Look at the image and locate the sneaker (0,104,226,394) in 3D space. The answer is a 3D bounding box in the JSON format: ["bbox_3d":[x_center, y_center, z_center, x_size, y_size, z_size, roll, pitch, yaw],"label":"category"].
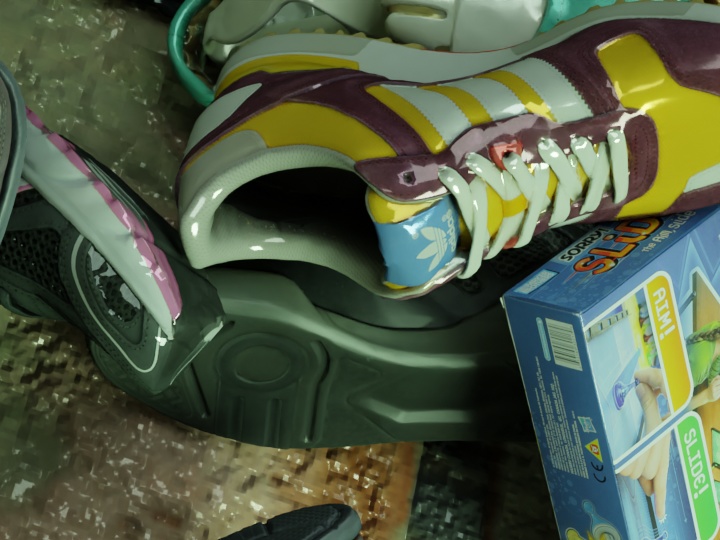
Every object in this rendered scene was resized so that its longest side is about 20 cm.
[{"bbox_3d":[-0.129,-0.018,0.701,0.200,0.080,0.086,40,90,27],"label":"sneaker"}]

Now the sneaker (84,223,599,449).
[{"bbox_3d":[0.000,0.000,0.775,0.199,0.076,0.114,0,49,-13],"label":"sneaker"}]

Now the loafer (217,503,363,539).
[{"bbox_3d":[-0.074,0.142,0.680,0.200,0.072,0.063,-30,101,-27],"label":"loafer"}]

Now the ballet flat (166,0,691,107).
[{"bbox_3d":[0.013,-0.081,0.743,0.070,0.200,0.067,18,71,-50],"label":"ballet flat"}]

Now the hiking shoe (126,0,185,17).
[{"bbox_3d":[-0.045,-0.141,0.826,0.200,0.074,0.087,17,51,-28],"label":"hiking shoe"}]

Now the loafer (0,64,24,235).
[{"bbox_3d":[-0.167,0.019,0.619,0.072,0.063,0.200,38,93,7],"label":"loafer"}]

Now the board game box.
[{"bbox_3d":[0.123,0.065,0.754,0.135,0.034,0.200,-34,122,-34],"label":"board game box"}]

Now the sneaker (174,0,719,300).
[{"bbox_3d":[0.042,-0.029,0.677,0.200,0.075,0.090,-4,38,17],"label":"sneaker"}]

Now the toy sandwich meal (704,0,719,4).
[{"bbox_3d":[0.124,-0.105,0.816,0.205,0.070,0.205,15,56,-23],"label":"toy sandwich meal"}]
